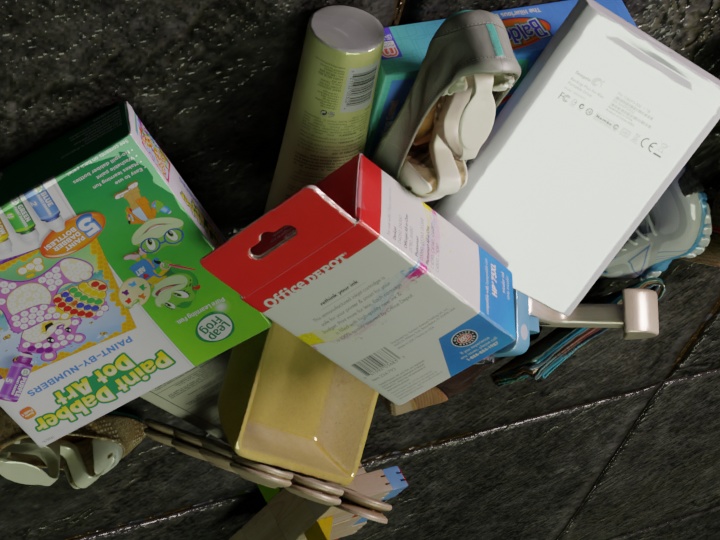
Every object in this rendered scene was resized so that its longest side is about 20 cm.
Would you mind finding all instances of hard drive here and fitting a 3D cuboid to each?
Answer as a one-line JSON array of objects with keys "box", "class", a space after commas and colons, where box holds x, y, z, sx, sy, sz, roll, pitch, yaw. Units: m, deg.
[{"box": [0.151, -0.075, 1.052, 0.131, 0.026, 0.201, 27, 114, -19], "class": "hard drive"}]

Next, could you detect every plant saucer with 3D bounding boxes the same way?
[{"box": [-0.041, 0.056, 1.179, 0.048, 0.202, 0.200, 12, 171, 27], "class": "plant saucer"}]

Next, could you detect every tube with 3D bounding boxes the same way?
[{"box": [-0.026, -0.085, 1.021, 0.052, 0.058, 0.201, -47, 158, -43], "class": "tube"}]

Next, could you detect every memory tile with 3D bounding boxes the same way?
[{"box": [-0.078, 0.163, 1.225, 0.153, 0.017, 0.199, 23, 172, -34], "class": "memory tile"}]

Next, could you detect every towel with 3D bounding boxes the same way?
[{"box": [0.196, 0.060, 1.382, 0.146, 0.022, 0.200, -33, 177, -8], "class": "towel"}]

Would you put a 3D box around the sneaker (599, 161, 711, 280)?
[{"box": [0.233, -0.029, 1.284, 0.086, 0.076, 0.200, -12, 162, -15], "class": "sneaker"}]

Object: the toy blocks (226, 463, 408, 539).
[{"box": [-0.041, 0.255, 1.582, 0.136, 0.100, 0.200, -6, 148, -50], "class": "toy blocks"}]

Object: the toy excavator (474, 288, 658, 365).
[{"box": [0.119, 0.030, 1.196, 0.193, 0.101, 0.199, -6, 171, 32], "class": "toy excavator"}]

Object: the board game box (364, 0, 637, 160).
[{"box": [0.085, -0.120, 1.083, 0.198, 0.045, 0.153, -12, 149, -19], "class": "board game box"}]

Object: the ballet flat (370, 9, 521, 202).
[{"box": [0.053, -0.087, 1.003, 0.067, 0.064, 0.201, -9, 148, -24], "class": "ballet flat"}]

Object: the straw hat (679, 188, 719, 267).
[{"box": [0.366, -0.044, 1.369, 0.200, 0.200, 0.086, 4, 100, -40], "class": "straw hat"}]

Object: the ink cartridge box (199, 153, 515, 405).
[{"box": [0.000, 0.000, 1.029, 0.116, 0.068, 0.200, -32, 127, 32], "class": "ink cartridge box"}]

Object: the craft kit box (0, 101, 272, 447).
[{"box": [-0.193, 0.010, 1.031, 0.199, 0.049, 0.198, -28, 132, 8], "class": "craft kit box"}]

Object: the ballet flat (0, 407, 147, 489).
[{"box": [-0.256, 0.153, 1.264, 0.199, 0.066, 0.070, 10, 137, -46], "class": "ballet flat"}]

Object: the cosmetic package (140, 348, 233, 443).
[{"box": [-0.121, 0.064, 1.209, 0.105, 0.071, 0.200, -30, 151, 10], "class": "cosmetic package"}]

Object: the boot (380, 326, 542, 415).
[{"box": [0.092, 0.056, 1.363, 0.165, 0.073, 0.200, -29, 161, -10], "class": "boot"}]
